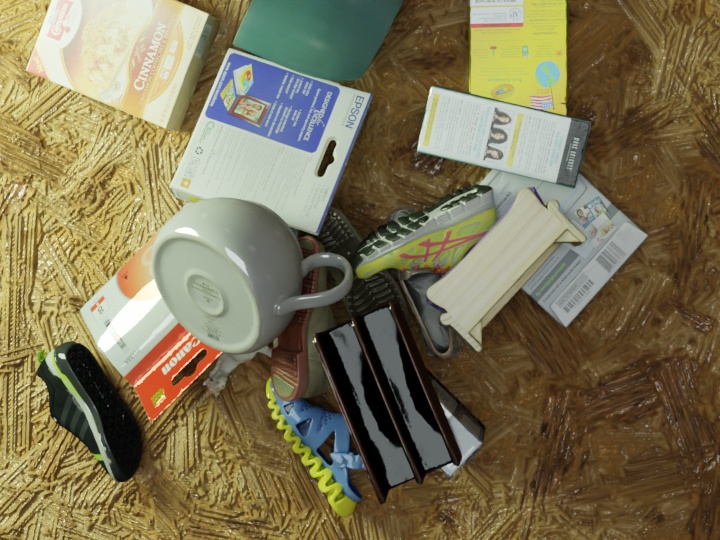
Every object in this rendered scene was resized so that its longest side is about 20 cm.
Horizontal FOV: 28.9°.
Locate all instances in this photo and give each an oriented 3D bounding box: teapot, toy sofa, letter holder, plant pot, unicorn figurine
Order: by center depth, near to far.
[{"bbox_3d":[0.030,0.146,1.576,0.100,0.142,0.202,-23,87,5],"label":"letter holder"},{"bbox_3d":[-0.134,-0.010,1.632,0.201,0.146,0.197,51,140,-4],"label":"teapot"},{"bbox_3d":[0.171,-0.002,1.684,0.098,0.083,0.200,43,89,4],"label":"toy sofa"},{"bbox_3d":[-0.040,-0.325,1.699,0.160,0.201,0.202,29,94,-7],"label":"plant pot"},{"bbox_3d":[-0.156,0.075,1.763,0.137,0.073,0.203,-17,73,49],"label":"unicorn figurine"}]

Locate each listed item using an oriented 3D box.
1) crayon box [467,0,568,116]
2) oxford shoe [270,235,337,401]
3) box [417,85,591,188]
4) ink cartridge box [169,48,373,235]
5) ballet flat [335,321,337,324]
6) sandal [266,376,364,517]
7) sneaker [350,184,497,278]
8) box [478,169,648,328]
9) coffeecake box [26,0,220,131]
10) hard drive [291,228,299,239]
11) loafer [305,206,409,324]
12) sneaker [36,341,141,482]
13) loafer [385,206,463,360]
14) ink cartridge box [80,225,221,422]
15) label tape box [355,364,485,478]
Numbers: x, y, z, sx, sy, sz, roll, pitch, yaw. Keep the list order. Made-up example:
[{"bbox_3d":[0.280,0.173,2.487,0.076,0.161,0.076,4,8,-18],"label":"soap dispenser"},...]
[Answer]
[{"bbox_3d":[0.195,-0.273,1.740,0.125,0.051,0.203,1,91,6],"label":"crayon box"},{"bbox_3d":[-0.062,0.057,1.707,0.070,0.073,0.202,18,104,46],"label":"oxford shoe"},{"bbox_3d":[0.174,-0.164,1.698,0.198,0.049,0.083,14,101,4],"label":"box"},{"bbox_3d":[-0.108,-0.155,1.730,0.198,0.047,0.199,20,74,8],"label":"ink cartridge box"},{"bbox_3d":[-0.096,0.010,1.766,0.069,0.069,0.202,-27,83,6],"label":"ballet flat"},{"bbox_3d":[-0.046,0.209,1.768,0.087,0.079,0.201,-36,96,2],"label":"sandal"},{"bbox_3d":[0.084,-0.026,1.699,0.198,0.078,0.091,-24,108,-4],"label":"sneaker"},{"bbox_3d":[0.233,-0.053,1.746,0.200,0.041,0.156,42,95,3],"label":"box"},{"bbox_3d":[-0.301,-0.287,1.782,0.198,0.073,0.155,22,94,6],"label":"coffeecake box"},{"bbox_3d":[-0.130,-0.131,1.760,0.130,0.026,0.202,6,74,6],"label":"hard drive"},{"bbox_3d":[0.000,0.000,1.761,0.075,0.068,0.201,-27,104,10],"label":"loafer"},{"bbox_3d":[-0.355,0.186,1.813,0.082,0.072,0.202,-28,87,30],"label":"sneaker"},{"bbox_3d":[0.083,0.015,1.752,0.071,0.063,0.202,-19,89,7],"label":"loafer"},{"bbox_3d":[-0.255,0.064,1.741,0.162,0.050,0.200,-44,45,8],"label":"ink cartridge box"},{"bbox_3d":[0.062,0.154,1.716,0.200,0.144,0.063,44,95,3],"label":"label tape box"}]
